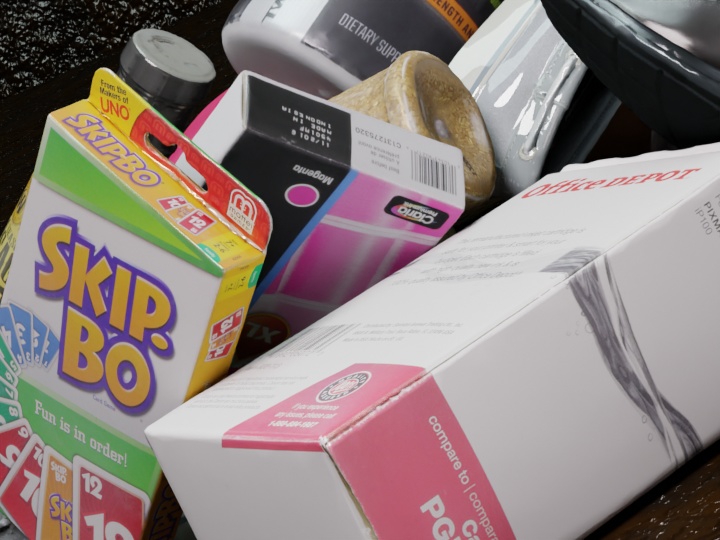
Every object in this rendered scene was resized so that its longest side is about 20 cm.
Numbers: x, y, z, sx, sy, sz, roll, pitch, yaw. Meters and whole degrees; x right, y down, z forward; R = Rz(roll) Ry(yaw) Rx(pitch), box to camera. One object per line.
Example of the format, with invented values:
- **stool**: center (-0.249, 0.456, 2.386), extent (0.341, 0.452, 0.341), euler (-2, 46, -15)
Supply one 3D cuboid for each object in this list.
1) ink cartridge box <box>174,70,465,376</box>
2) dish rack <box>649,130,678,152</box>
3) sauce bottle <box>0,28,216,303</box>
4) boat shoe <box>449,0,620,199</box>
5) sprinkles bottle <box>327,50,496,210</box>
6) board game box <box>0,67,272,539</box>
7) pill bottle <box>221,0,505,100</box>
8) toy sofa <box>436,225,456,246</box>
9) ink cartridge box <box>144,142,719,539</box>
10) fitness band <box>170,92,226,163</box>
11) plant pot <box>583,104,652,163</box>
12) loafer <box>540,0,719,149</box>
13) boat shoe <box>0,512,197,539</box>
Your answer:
- **ink cartridge box**: center (-0.049, 0.008, 1.061), extent (0.200, 0.094, 0.037), euler (-49, 31, 43)
- **dish rack**: center (0.215, -0.104, 1.178), extent (0.200, 0.044, 0.172), euler (-38, -6, 1)
- **sauce bottle**: center (-0.125, -0.015, 1.206), extent (0.201, 0.066, 0.066), euler (-61, -3, 23)
- **boat shoe**: center (0.110, -0.109, 1.138), extent (0.071, 0.070, 0.201), euler (32, 78, 28)
- **sprinkles bottle**: center (-0.043, -0.018, 1.107), extent (0.199, 0.068, 0.068), euler (-26, 10, 28)
- **board game box**: center (-0.093, 0.030, 1.004), extent (0.030, 0.095, 0.201), euler (-24, -35, -45)
- **pill bottle**: center (0.034, -0.151, 1.192), extent (0.201, 0.106, 0.106), euler (-57, 20, -15)
- **toy sofa**: center (0.000, 0.000, 1.244), extent (0.097, 0.083, 0.200), euler (-25, 11, 3)
- **ink cartridge box**: center (0.047, 0.041, 0.945), extent (0.200, 0.083, 0.146), euler (-32, 12, -25)
- **fitness band**: center (-0.082, -0.003, 1.269), extent (0.144, 0.037, 0.201), euler (-50, 19, 49)
- **plant pot**: center (0.103, -0.124, 1.299), extent (0.199, 0.140, 0.201), euler (-17, 50, 21)
- **loafer**: center (0.155, -0.068, 0.957), extent (0.072, 0.199, 0.073), euler (-54, -19, -10)
- **boat shoe**: center (-0.141, 0.101, 1.129), extent (0.200, 0.072, 0.070), euler (-20, 12, 27)
